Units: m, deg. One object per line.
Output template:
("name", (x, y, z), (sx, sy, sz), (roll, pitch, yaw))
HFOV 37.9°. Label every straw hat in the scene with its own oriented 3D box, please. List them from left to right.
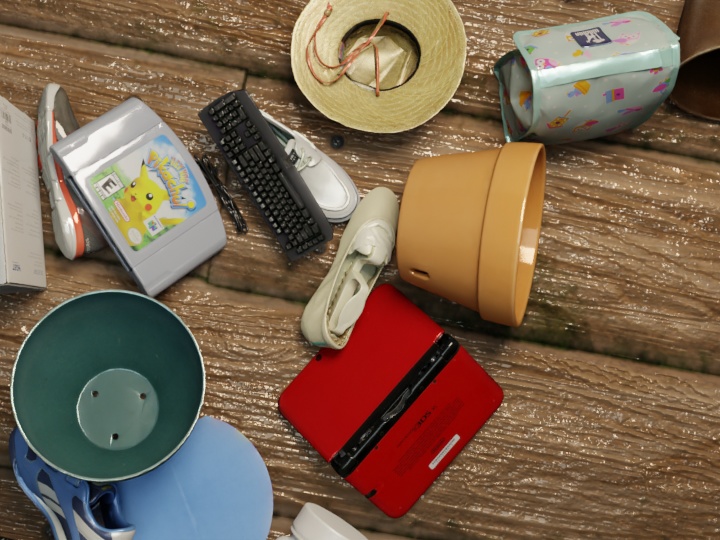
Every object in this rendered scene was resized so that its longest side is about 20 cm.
("straw hat", (0.022, -0.245, 1.213), (0.198, 0.085, 0.204), (0, 85, 3))

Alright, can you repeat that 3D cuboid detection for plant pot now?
("plant pot", (-0.270, 0.137, 1.147), (0.197, 0.135, 0.203), (3, 71, -8))
("plant pot", (0.122, -0.048, 1.163), (0.138, 0.200, 0.203), (9, 87, 14))
("plant pot", (0.447, -0.302, 1.200), (0.184, 0.187, 0.203), (7, 72, -2))

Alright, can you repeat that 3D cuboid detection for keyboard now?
("keyboard", (-0.124, -0.098, 1.197), (0.126, 0.021, 0.201), (-26, 100, 37))

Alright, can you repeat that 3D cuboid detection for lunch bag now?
("lunch bag", (0.247, -0.212, 1.163), (0.168, 0.200, 0.124), (-9, 88, -2))

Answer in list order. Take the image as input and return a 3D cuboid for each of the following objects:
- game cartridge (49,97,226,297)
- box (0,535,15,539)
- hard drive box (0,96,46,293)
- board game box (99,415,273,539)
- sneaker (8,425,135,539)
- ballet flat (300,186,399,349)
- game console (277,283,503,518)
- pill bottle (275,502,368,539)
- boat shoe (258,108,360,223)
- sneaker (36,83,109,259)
("game cartridge", (-0.242, -0.086, 1.187), (0.133, 0.040, 0.201), (-38, 102, -27))
("box", (-0.376, 0.355, 1.127), (0.197, 0.164, 0.087), (17, 87, -2))
("hard drive box", (-0.407, -0.078, 1.153), (0.076, 0.156, 0.203), (-5, 86, -2))
("board game box", (-0.197, 0.265, 1.202), (0.198, 0.039, 0.160), (-24, 79, -4))
("sneaker", (-0.314, 0.240, 1.159), (0.082, 0.074, 0.201), (-45, 73, 21))
("ballet flat", (0.000, 0.000, 1.205), (0.069, 0.069, 0.202), (26, 88, -1))
("game console", (0.036, 0.152, 1.227), (0.200, 0.119, 0.172), (-47, 121, -3))
("pill bottle", (-0.074, 0.370, 1.163), (0.113, 0.114, 0.201), (32, 86, 0))
("boat shoe", (-0.087, -0.124, 1.211), (0.199, 0.067, 0.074), (34, 87, 0))
("sneaker", (-0.323, -0.116, 1.211), (0.081, 0.077, 0.203), (-10, 91, -26))
